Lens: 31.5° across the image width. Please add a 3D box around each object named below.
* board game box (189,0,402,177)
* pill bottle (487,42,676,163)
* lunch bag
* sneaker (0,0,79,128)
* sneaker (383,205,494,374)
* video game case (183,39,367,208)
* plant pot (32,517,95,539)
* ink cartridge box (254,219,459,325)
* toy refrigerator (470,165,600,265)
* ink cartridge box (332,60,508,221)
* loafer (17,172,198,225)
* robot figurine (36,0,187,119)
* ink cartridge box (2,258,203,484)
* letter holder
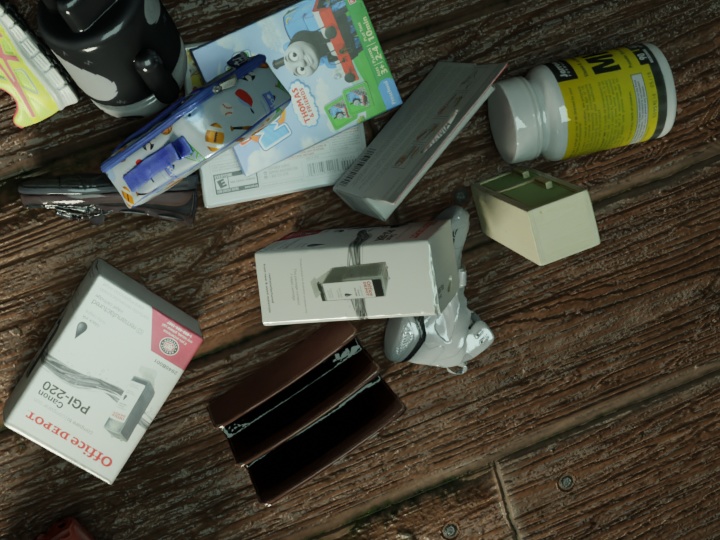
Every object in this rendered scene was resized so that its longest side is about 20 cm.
[{"bbox_3d":[-0.070,-0.216,1.423,0.198,0.037,0.153,-26,106,-6],"label":"board game box"},{"bbox_3d":[0.256,-0.192,1.489,0.197,0.114,0.116,-14,104,-11],"label":"pill bottle"},{"bbox_3d":[-0.171,-0.144,1.314,0.076,0.199,0.160,56,45,-7],"label":"lunch bag"},{"bbox_3d":[-0.390,-0.236,1.345,0.090,0.078,0.201,-36,106,3],"label":"sneaker"},{"bbox_3d":[0.111,0.028,1.523,0.113,0.075,0.203,19,101,-17],"label":"sneaker"},{"bbox_3d":[-0.096,-0.179,1.455,0.197,0.023,0.185,-11,104,-10],"label":"video game case"},{"bbox_3d":[-0.322,0.401,1.442,0.200,0.201,0.196,-38,99,-3],"label":"plant pot"},{"bbox_3d":[0.000,0.000,1.412,0.197,0.147,0.084,-4,100,14],"label":"ink cartridge box"},{"bbox_3d":[0.195,-0.069,1.455,0.075,0.200,0.071,-19,105,-8],"label":"toy refrigerator"},{"bbox_3d":[0.074,-0.143,1.408,0.045,0.176,0.201,43,82,-23],"label":"ink cartridge box"},{"bbox_3d":[-0.276,-0.073,1.410,0.197,0.072,0.064,-5,107,-16],"label":"loafer"},{"bbox_3d":[-0.257,-0.243,1.318,0.123,0.201,0.152,-11,61,10],"label":"robot figurine"},{"bbox_3d":[-0.289,0.114,1.437,0.145,0.085,0.201,32,94,-17],"label":"ink cartridge box"},{"bbox_3d":[-0.063,0.162,1.470,0.199,0.142,0.101,-33,107,-5],"label":"letter holder"}]
